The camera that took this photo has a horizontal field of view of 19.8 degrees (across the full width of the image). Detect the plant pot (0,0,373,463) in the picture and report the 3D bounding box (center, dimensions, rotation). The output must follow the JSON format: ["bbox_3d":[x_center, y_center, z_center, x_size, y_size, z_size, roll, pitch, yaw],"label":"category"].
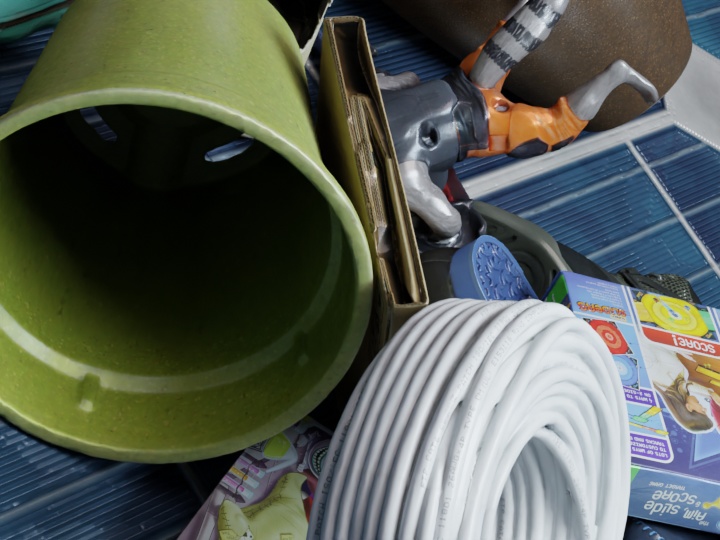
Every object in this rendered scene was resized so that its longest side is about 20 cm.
[{"bbox_3d":[-0.093,-0.045,0.964,0.200,0.200,0.184,31,30,-19],"label":"plant pot"}]

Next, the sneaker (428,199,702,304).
[{"bbox_3d":[0.129,0.024,1.190,0.199,0.076,0.114,31,17,4],"label":"sneaker"}]

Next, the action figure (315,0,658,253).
[{"bbox_3d":[0.036,-0.102,1.141,0.200,0.193,0.105,55,-8,34],"label":"action figure"}]

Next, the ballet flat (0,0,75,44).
[{"bbox_3d":[-0.149,-0.161,1.077,0.200,0.070,0.067,-20,105,-41],"label":"ballet flat"}]

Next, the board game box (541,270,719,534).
[{"bbox_3d":[0.194,0.077,1.054,0.200,0.034,0.136,14,39,-19],"label":"board game box"}]

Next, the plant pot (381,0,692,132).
[{"bbox_3d":[0.113,-0.186,1.280,0.200,0.187,0.187,46,37,-25],"label":"plant pot"}]

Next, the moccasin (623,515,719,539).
[{"bbox_3d":[0.173,0.131,1.085,0.080,0.068,0.200,40,10,14],"label":"moccasin"}]

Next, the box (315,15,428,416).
[{"bbox_3d":[0.000,0.000,1.000,0.021,0.200,0.164,-7,59,-8],"label":"box"}]

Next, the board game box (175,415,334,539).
[{"bbox_3d":[-0.036,0.156,0.916,0.120,0.032,0.200,35,47,2],"label":"board game box"}]

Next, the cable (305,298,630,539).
[{"bbox_3d":[0.052,0.111,0.883,0.200,0.069,0.200,25,74,-59],"label":"cable"}]

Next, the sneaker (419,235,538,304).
[{"bbox_3d":[0.076,0.073,1.107,0.200,0.078,0.070,61,33,-19],"label":"sneaker"}]

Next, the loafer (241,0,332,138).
[{"bbox_3d":[-0.049,-0.161,1.175,0.076,0.068,0.200,25,44,-26],"label":"loafer"}]
